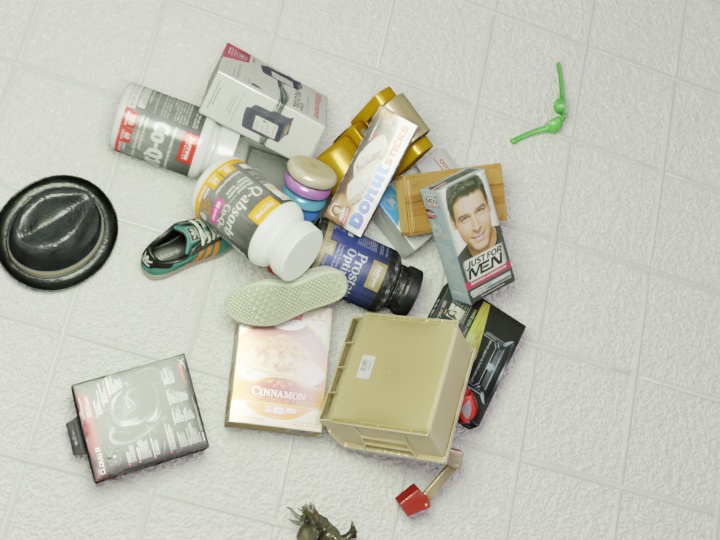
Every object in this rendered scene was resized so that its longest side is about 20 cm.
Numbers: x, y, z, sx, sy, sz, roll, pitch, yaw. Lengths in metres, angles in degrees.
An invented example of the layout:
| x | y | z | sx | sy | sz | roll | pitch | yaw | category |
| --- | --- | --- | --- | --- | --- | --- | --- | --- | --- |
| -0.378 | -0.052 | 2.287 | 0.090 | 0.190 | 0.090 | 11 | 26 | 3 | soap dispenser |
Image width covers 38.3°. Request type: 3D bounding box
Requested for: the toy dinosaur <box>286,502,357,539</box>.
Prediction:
| x | y | z | sx | sy | sz | roll | pitch | yaw | category |
| --- | --- | --- | --- | --- | --- | --- | --- | --- | --- |
| -0.045 | 0.455 | 1.628 | 0.100 | 0.077 | 0.204 | -15 | 85 | -6 | toy dinosaur |

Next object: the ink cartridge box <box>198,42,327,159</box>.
| x | y | z | sx | sy | sz | roll | pitch | yaw | category |
| --- | --- | --- | --- | --- | --- | --- | --- | --- | --- |
| -0.156 | -0.275 | 1.717 | 0.198 | 0.085 | 0.146 | 26 | 27 | -15 | ink cartridge box |

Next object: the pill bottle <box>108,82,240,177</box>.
| x | y | z | sx | sy | sz | roll | pitch | yaw | category |
| --- | --- | --- | --- | --- | --- | --- | --- | --- | --- |
| -0.301 | -0.221 | 1.695 | 0.197 | 0.114 | 0.116 | 19 | 72 | -10 | pill bottle |

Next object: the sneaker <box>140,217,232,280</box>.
| x | y | z | sx | sy | sz | roll | pitch | yaw | category |
| --- | --- | --- | --- | --- | --- | --- | --- | --- | --- |
| -0.264 | -0.051 | 1.679 | 0.198 | 0.080 | 0.072 | -31 | 83 | -21 | sneaker |

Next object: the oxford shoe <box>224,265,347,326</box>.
| x | y | z | sx | sy | sz | roll | pitch | yaw | category |
| --- | --- | --- | --- | --- | --- | --- | --- | --- | --- |
| -0.117 | 0.039 | 1.639 | 0.196 | 0.058 | 0.077 | -15 | 108 | -5 | oxford shoe |

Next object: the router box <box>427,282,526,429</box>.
| x | y | z | sx | sy | sz | roll | pitch | yaw | category |
| --- | --- | --- | --- | --- | --- | --- | --- | --- | --- |
| 0.171 | 0.143 | 1.767 | 0.156 | 0.052 | 0.202 | 32 | 70 | -5 | router box |

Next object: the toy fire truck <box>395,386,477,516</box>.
| x | y | z | sx | sy | sz | roll | pitch | yaw | category |
| --- | --- | --- | --- | --- | --- | --- | --- | --- | --- |
| 0.121 | 0.287 | 1.685 | 0.198 | 0.049 | 0.142 | -33 | 94 | -5 | toy fire truck |

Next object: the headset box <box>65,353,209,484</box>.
| x | y | z | sx | sy | sz | roll | pitch | yaw | category |
| --- | --- | --- | --- | --- | --- | --- | --- | --- | --- |
| -0.347 | 0.230 | 1.588 | 0.197 | 0.077 | 0.151 | -15 | 80 | -18 | headset box |

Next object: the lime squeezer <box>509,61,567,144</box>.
| x | y | z | sx | sy | sz | roll | pitch | yaw | category |
| --- | --- | --- | --- | --- | --- | --- | --- | --- | --- |
| 0.357 | -0.300 | 1.948 | 0.070 | 0.038 | 0.202 | 23 | 69 | 25 | lime squeezer |

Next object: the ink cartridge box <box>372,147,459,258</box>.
| x | y | z | sx | sy | sz | roll | pitch | yaw | category |
| --- | --- | --- | --- | --- | --- | --- | --- | --- | --- |
| 0.120 | -0.130 | 1.814 | 0.199 | 0.067 | 0.116 | -39 | 89 | -21 | ink cartridge box |

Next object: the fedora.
| x | y | z | sx | sy | sz | roll | pitch | yaw | category |
| --- | --- | --- | --- | --- | --- | --- | --- | --- | --- |
| -0.475 | -0.069 | 1.618 | 0.197 | 0.092 | 0.205 | 4 | 76 | -15 | fedora |

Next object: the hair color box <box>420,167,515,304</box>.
| x | y | z | sx | sy | sz | roll | pitch | yaw | category |
| --- | --- | --- | --- | --- | --- | --- | --- | --- | --- |
| 0.180 | -0.058 | 1.722 | 0.098 | 0.060 | 0.203 | -26 | 108 | -22 | hair color box |

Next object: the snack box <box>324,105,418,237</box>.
| x | y | z | sx | sy | sz | roll | pitch | yaw | category |
| --- | --- | --- | --- | --- | --- | --- | --- | --- | --- |
| 0.018 | -0.160 | 1.677 | 0.071 | 0.024 | 0.202 | 28 | 98 | 7 | snack box |

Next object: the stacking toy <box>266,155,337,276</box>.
| x | y | z | sx | sy | sz | roll | pitch | yaw | category |
| --- | --- | --- | --- | --- | --- | --- | --- | --- | --- |
| -0.109 | -0.082 | 1.692 | 0.084 | 0.086 | 0.202 | 18 | 117 | -10 | stacking toy |

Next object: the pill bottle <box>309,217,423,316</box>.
| x | y | z | sx | sy | sz | roll | pitch | yaw | category |
| --- | --- | --- | --- | --- | --- | --- | --- | --- | --- |
| 0.000 | 0.000 | 1.724 | 0.197 | 0.112 | 0.114 | 24 | 71 | -8 | pill bottle |

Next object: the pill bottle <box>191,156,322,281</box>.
| x | y | z | sx | sy | sz | roll | pitch | yaw | category |
| --- | --- | --- | --- | --- | --- | --- | --- | --- | --- |
| -0.160 | -0.079 | 1.611 | 0.199 | 0.117 | 0.116 | 37 | 68 | 22 | pill bottle |

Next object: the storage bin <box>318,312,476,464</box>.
| x | y | z | sx | sy | sz | roll | pitch | yaw | category |
| --- | --- | --- | --- | --- | --- | --- | --- | --- | --- |
| 0.059 | 0.182 | 1.641 | 0.195 | 0.094 | 0.203 | 3 | 58 | 27 | storage bin |

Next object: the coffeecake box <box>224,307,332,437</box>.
| x | y | z | sx | sy | sz | roll | pitch | yaw | category |
| --- | --- | --- | --- | --- | --- | --- | --- | --- | --- |
| -0.132 | 0.155 | 1.669 | 0.150 | 0.073 | 0.204 | 8 | 74 | -12 | coffeecake box |

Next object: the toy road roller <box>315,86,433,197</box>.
| x | y | z | sx | sy | sz | roll | pitch | yaw | category |
| --- | --- | --- | --- | --- | --- | --- | --- | --- | --- |
| 0.010 | -0.195 | 1.733 | 0.124 | 0.200 | 0.145 | 52 | 47 | 2 | toy road roller |

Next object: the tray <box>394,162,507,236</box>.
| x | y | z | sx | sy | sz | roll | pitch | yaw | category |
| --- | --- | --- | --- | --- | --- | --- | --- | --- | --- |
| 0.156 | -0.122 | 1.759 | 0.197 | 0.037 | 0.101 | -10 | 95 | -26 | tray |
